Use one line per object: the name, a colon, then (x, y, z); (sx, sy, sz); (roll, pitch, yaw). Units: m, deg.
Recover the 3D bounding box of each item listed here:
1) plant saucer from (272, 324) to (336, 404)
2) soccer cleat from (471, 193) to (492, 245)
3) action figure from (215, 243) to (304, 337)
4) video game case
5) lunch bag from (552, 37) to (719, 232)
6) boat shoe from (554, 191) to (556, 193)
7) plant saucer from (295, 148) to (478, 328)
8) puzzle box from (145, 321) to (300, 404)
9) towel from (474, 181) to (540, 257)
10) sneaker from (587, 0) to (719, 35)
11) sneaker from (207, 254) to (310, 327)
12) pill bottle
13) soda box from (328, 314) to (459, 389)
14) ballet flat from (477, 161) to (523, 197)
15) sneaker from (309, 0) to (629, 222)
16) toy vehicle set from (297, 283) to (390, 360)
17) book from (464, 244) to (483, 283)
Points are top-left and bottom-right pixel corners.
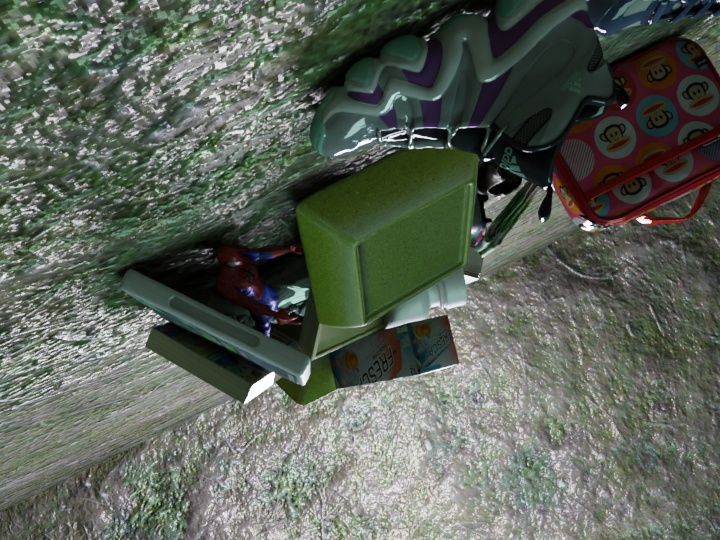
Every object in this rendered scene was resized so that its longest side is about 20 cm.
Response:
plant saucer: (-0.069, 0.093, 1.066); (0.198, 0.199, 0.048); (-19, 130, -38)
soccer cleat: (0.142, -0.076, 1.036); (0.085, 0.071, 0.200); (-7, 174, 6)
action figure: (-0.083, 0.029, 0.739); (0.098, 0.066, 0.200); (2, 153, 18)
video game case: (-0.134, 0.065, 0.711); (0.024, 0.180, 0.200); (-63, 179, -12)
lunch bag: (0.300, -0.130, 0.757); (0.198, 0.178, 0.082); (-26, 172, 1)
boat shoe: (0.303, -0.150, 0.908); (0.072, 0.066, 0.201); (-54, 176, -29)
plant saucer: (0.043, -0.030, 0.708); (0.198, 0.048, 0.201); (-29, 147, -16)
puzzle box: (-0.153, 0.092, 0.856); (0.026, 0.132, 0.200); (-65, 171, 11)
towel: (0.212, -0.106, 0.888); (0.201, 0.023, 0.153); (-54, 174, 0)
sneaker: (0.259, -0.206, 0.498); (0.198, 0.083, 0.070); (-27, 172, 8)
sneaker: (-0.090, 0.020, 0.877); (0.197, 0.082, 0.075); (-6, -162, -14)
pill bottle: (0.042, 0.024, 0.984); (0.197, 0.116, 0.114); (-12, 172, 2)
soda box: (0.036, 0.109, 0.915); (0.068, 0.064, 0.199); (-8, 171, -34)
ballet flat: (0.192, -0.121, 0.926); (0.067, 0.047, 0.200); (-28, 171, 3)
sneaker: (0.075, -0.088, 0.454); (0.198, 0.141, 0.078); (-28, 172, 9)
toy vehicle set: (0.000, 0.000, 0.795); (0.123, 0.026, 0.202); (-20, 137, -40)
book: (0.110, -0.013, 1.132); (0.132, 0.049, 0.200); (12, 173, -1)
